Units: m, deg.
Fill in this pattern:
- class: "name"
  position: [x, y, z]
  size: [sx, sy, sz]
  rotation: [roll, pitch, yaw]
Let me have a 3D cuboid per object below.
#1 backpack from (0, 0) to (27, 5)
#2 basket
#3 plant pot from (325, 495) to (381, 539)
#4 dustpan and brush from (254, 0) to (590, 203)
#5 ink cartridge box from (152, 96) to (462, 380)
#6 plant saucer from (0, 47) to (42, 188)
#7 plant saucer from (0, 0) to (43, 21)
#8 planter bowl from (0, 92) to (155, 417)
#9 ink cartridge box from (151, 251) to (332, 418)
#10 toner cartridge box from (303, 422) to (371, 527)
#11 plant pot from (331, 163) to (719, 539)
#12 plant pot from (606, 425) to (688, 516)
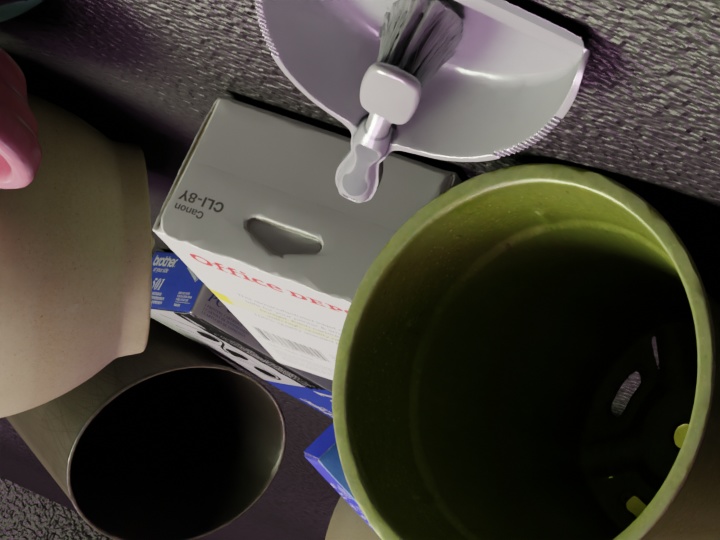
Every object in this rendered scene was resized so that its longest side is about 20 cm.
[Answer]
- class: "backpack"
  position: [-0.182, -0.143, 1.107]
  size: [0.154, 0.200, 0.190]
  rotation: [44, 157, -23]
- class: "basket"
  position: [-0.178, 0.081, 2.031]
  size: [0.180, 0.136, 0.200]
  rotation: [9, -161, -44]
- class: "plant pot"
  position: [0.089, 0.212, 2.026]
  size: [0.134, 0.201, 0.200]
  rotation: [2, 155, 46]
- class: "dustpan and brush"
  position: [0.013, -0.074, 1.265]
  size: [0.139, 0.057, 0.200]
  rotation: [24, 168, 0]
- class: "ink cartridge box"
  position: [0.000, 0.000, 1.548]
  size: [0.145, 0.084, 0.200]
  rotation: [19, 167, 23]
- class: "plant saucer"
  position: [-0.246, -0.107, 1.485]
  size: [0.200, 0.051, 0.201]
  rotation: [24, 169, 5]
- class: "plant saucer"
  position: [-0.247, -0.166, 1.440]
  size: [0.200, 0.036, 0.200]
  rotation: [23, 167, 5]
- class: "planter bowl"
  position: [-0.188, -0.012, 1.673]
  size: [0.134, 0.201, 0.200]
  rotation: [-2, 171, -10]
- class: "ink cartridge box"
  position: [-0.044, 0.052, 1.943]
  size: [0.200, 0.044, 0.094]
  rotation: [30, 168, -27]
- class: "toner cartridge box"
  position: [0.065, 0.158, 1.913]
  size: [0.200, 0.095, 0.043]
  rotation: [47, 172, -11]
- class: "plant pot"
  position: [0.119, 0.066, 1.427]
  size: [0.200, 0.201, 0.190]
  rotation: [16, 178, 33]
- class: "plant pot"
  position: [0.256, 0.201, 1.711]
  size: [0.193, 0.201, 0.200]
  rotation: [18, 173, -35]
